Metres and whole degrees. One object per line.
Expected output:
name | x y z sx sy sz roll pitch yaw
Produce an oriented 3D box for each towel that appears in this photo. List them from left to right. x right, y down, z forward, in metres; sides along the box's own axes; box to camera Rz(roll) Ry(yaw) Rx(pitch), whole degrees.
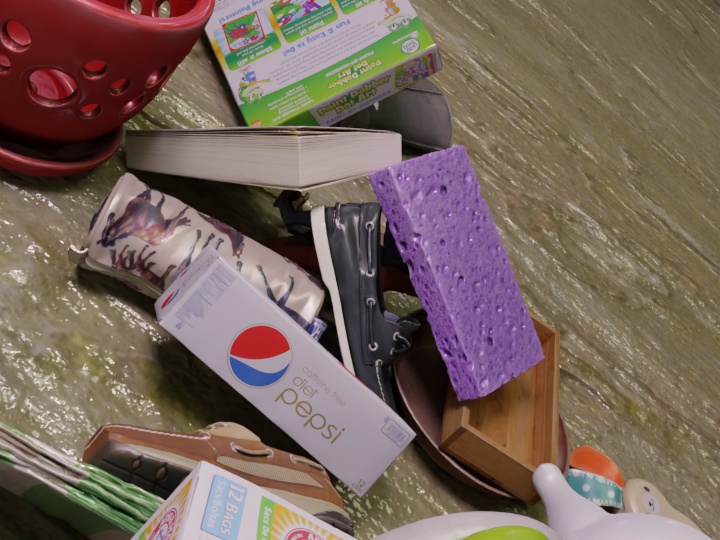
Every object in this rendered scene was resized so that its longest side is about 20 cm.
towel | -0.197 0.109 0.602 0.199 0.152 0.023 30 65 -17

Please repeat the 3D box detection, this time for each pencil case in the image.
pencil case | -0.122 0.004 0.840 0.199 0.078 0.090 30 48 -18

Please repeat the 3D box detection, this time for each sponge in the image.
sponge | 0.084 -0.001 0.909 0.111 0.030 0.201 -23 92 -50

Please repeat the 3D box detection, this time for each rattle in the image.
rattle | 0.284 0.221 0.964 0.130 0.143 0.201 -17 70 -30

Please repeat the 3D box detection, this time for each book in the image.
book | -0.083 -0.101 0.922 0.133 0.199 0.048 -12 105 -51

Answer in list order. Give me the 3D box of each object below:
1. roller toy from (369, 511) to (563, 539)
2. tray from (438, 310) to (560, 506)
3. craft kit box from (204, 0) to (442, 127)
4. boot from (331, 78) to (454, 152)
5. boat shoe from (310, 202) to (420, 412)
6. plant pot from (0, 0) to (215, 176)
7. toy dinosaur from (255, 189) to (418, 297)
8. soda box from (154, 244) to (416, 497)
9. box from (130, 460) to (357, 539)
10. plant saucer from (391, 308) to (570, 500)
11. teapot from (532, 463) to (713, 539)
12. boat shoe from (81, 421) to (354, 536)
roller toy | 0.061 0.250 0.664 0.200 0.182 0.140 51 16 -48
tray | 0.126 0.101 0.960 0.098 0.037 0.200 33 34 -13
craft kit box | -0.047 -0.237 1.094 0.049 0.199 0.198 62 3 -58
boot | 0.010 -0.217 1.215 0.199 0.072 0.183 -6 76 -40
boat shoe | 0.014 0.040 0.875 0.075 0.066 0.201 -23 100 -85
plant pot | -0.239 -0.191 0.844 0.200 0.183 0.201 26 38 -22
toy dinosaur | 0.000 0.000 0.970 0.181 0.105 0.200 44 67 11
soda box | -0.055 0.073 0.793 0.200 0.064 0.068 44 -3 -16
box | -0.092 0.206 0.539 0.101 0.200 0.113 31 35 -16
plant saucer | 0.100 0.123 0.972 0.200 0.037 0.201 27 36 -22
teapot | 0.203 0.274 0.815 0.196 0.201 0.146 18 -3 2
boat shoe | -0.094 0.143 0.731 0.199 0.076 0.074 29 30 -33
